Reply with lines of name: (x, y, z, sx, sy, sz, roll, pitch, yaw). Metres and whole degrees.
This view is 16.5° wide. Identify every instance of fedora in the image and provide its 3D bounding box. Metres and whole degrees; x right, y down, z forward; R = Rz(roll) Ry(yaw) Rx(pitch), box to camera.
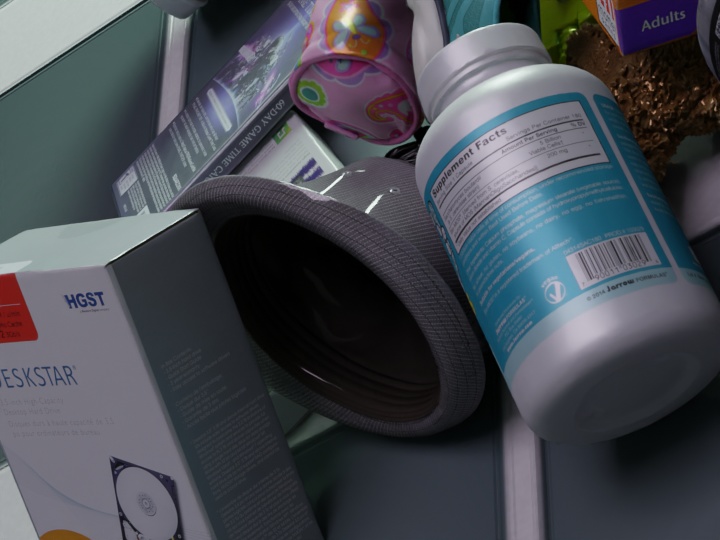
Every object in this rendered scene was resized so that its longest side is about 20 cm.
fedora: (0.000, 0.000, 1.329, 0.199, 0.178, 0.090, 11, 46, 42)

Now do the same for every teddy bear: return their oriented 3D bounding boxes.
teddy bear: (0.132, -0.069, 1.330, 0.200, 0.067, 0.145, -51, 28, 11)

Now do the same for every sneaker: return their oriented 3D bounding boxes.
sneaker: (0.066, -0.168, 1.324, 0.079, 0.077, 0.201, -10, 96, 44)

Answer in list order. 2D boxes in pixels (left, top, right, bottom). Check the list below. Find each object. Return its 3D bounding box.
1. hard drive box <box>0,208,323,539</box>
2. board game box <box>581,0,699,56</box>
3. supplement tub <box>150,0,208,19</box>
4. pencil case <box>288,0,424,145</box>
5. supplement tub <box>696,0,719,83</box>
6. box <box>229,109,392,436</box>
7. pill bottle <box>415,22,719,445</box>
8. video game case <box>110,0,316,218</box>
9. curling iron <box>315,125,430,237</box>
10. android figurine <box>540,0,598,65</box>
hard drive box: (-0.127, 0.077, 1.353, 0.155, 0.201, 0.077, -6, 19, 45)
board game box: (0.179, -0.266, 1.264, 0.198, 0.201, 0.200, -18, 37, -7)
supplement tub: (-0.090, -0.284, 1.697, 0.200, 0.145, 0.146, -41, 35, 12)
pencil case: (0.024, -0.169, 1.447, 0.087, 0.087, 0.201, -16, 44, 40)
supplement tub: (0.245, -0.086, 1.155, 0.122, 0.122, 0.200, -41, 35, 13)
box: (-0.049, 0.004, 1.484, 0.144, 0.036, 0.200, -46, 34, 7)
pill bottle: (0.096, -0.023, 1.222, 0.111, 0.111, 0.201, -35, 60, 21)
video game case: (-0.084, -0.102, 1.604, 0.200, 0.019, 0.143, -46, 20, 5)
curling iron: (-0.023, -0.027, 1.423, 0.199, 0.026, 0.050, -29, 27, 9)
android figurine: (0.113, -0.181, 1.466, 0.181, 0.041, 0.201, -23, 42, 34)
